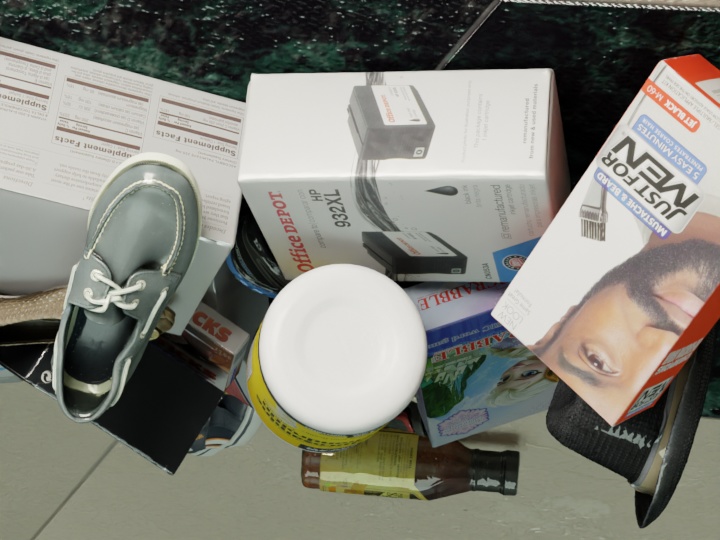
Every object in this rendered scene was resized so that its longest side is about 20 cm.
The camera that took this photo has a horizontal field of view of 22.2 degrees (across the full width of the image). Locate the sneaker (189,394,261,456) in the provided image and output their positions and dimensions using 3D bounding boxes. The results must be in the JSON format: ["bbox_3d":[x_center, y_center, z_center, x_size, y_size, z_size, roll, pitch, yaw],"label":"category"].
[{"bbox_3d":[-0.140,0.117,1.593,0.079,0.079,0.200,11,155,-21],"label":"sneaker"}]

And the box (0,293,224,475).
[{"bbox_3d":[-0.210,0.071,1.409,0.141,0.079,0.200,39,170,-26],"label":"box"}]

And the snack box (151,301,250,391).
[{"bbox_3d":[-0.173,0.015,1.375,0.199,0.024,0.072,34,153,6],"label":"snack box"}]

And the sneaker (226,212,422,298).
[{"bbox_3d":[0.000,0.000,1.342,0.198,0.071,0.083,15,158,-9],"label":"sneaker"}]

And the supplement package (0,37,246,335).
[{"bbox_3d":[-0.191,-0.054,1.241,0.198,0.112,0.156,14,152,-13],"label":"supplement package"}]

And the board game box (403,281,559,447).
[{"bbox_3d":[0.132,0.046,1.356,0.198,0.041,0.200,-18,151,-2],"label":"board game box"}]

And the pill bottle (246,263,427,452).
[{"bbox_3d":[-0.022,0.067,1.272,0.111,0.113,0.200,9,168,-5],"label":"pill bottle"}]

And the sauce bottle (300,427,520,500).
[{"bbox_3d":[0.046,0.178,1.682,0.198,0.067,0.066,5,153,7],"label":"sauce bottle"}]

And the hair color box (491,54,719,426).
[{"bbox_3d":[0.180,-0.018,1.122,0.064,0.111,0.201,-17,143,-55],"label":"hair color box"}]

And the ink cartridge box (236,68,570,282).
[{"bbox_3d":[0.033,-0.059,1.206,0.198,0.084,0.145,0,153,12],"label":"ink cartridge box"}]

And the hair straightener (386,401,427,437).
[{"bbox_3d":[0.014,0.092,1.520,0.199,0.077,0.041,4,138,41],"label":"hair straightener"}]

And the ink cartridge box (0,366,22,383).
[{"bbox_3d":[-0.363,0.028,1.494,0.103,0.060,0.200,-5,150,23],"label":"ink cartridge box"}]

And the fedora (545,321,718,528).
[{"bbox_3d":[0.182,0.078,1.264,0.091,0.202,0.201,16,153,3],"label":"fedora"}]

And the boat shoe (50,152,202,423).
[{"bbox_3d":[-0.150,0.016,1.157,0.072,0.062,0.201,18,127,-13],"label":"boat shoe"}]

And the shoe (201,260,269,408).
[{"bbox_3d":[-0.120,0.035,1.438,0.090,0.072,0.201,12,145,24],"label":"shoe"}]

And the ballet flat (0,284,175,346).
[{"bbox_3d":[-0.222,0.038,1.255,0.198,0.047,0.067,1,155,13],"label":"ballet flat"}]
